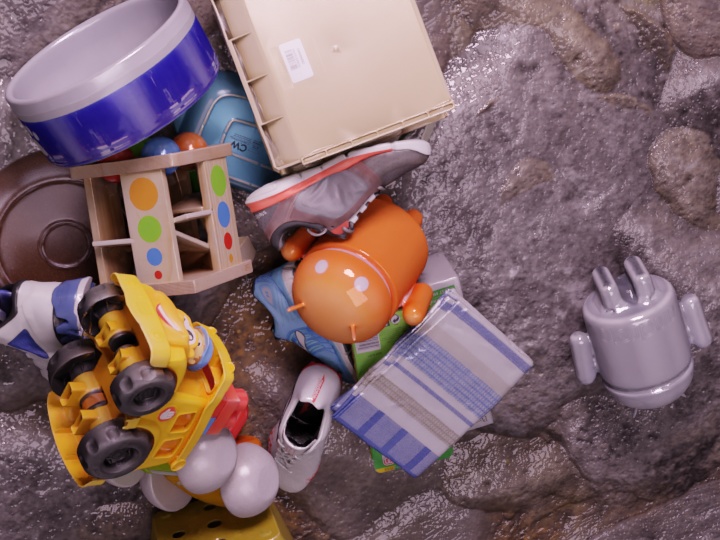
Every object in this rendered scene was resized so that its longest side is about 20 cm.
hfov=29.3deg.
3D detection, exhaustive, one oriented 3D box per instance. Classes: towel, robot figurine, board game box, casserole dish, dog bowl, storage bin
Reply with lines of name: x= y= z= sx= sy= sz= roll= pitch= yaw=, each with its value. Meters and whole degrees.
towel: x=0.080 y=0.128 z=1.539 sx=0.147 sy=0.024 sz=0.200 roll=39 pitch=103 yaw=-24
robot figurine: x=0.335 y=0.084 z=1.660 sx=0.170 sy=0.113 sz=0.200 roll=-18 pitch=115 yaw=9
robot figurine: x=0.002 y=0.000 z=1.480 sx=0.117 sy=0.200 sz=0.144 roll=-18 pitch=114 yaw=39
board game box: x=0.046 y=0.132 z=1.560 sx=0.095 sy=0.030 sz=0.200 roll=-12 pitch=111 yaw=-4
casserole dish: x=-0.106 y=-0.138 z=1.497 sx=0.200 sy=0.039 sz=0.121 roll=20 pitch=105 yaw=-20
dog bowl: x=-0.242 y=-0.190 z=1.350 sx=0.200 sy=0.200 sz=0.079 roll=-30 pitch=118 yaw=-2
storage bin: x=-0.029 y=-0.221 z=1.417 sx=0.198 sy=0.094 sz=0.200 roll=-21 pitch=93 yaw=-5

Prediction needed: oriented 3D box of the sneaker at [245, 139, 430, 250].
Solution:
sneaker: x=-0.015 y=-0.077 z=1.432 sx=0.200 sy=0.077 sz=0.082 roll=-20 pitch=91 yaw=6

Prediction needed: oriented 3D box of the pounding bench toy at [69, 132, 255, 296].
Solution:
pounding bench toy: x=-0.189 y=-0.066 z=1.443 sx=0.124 sy=0.200 sz=0.156 roll=-5 pitch=98 yaw=24

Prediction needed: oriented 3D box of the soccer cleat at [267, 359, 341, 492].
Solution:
soccer cleat: x=-0.071 y=0.193 z=1.588 sx=0.069 sy=0.085 sz=0.200 roll=23 pitch=125 yaw=2

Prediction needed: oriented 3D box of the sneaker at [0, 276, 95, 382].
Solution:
sneaker: x=-0.339 y=0.064 z=1.470 sx=0.115 sy=0.081 sz=0.199 roll=10 pitch=145 yaw=1

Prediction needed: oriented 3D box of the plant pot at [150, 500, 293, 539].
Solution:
plant pot: x=-0.150 y=0.368 z=1.599 sx=0.200 sy=0.200 sz=0.176 roll=-14 pitch=111 yaw=-9

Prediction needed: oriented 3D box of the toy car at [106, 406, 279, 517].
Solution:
toy car: x=-0.187 y=0.186 z=1.542 sx=0.200 sy=0.175 sz=0.150 roll=41 pitch=56 yaw=-48

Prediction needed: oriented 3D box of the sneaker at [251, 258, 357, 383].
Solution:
sneaker: x=-0.054 y=0.058 z=1.579 sx=0.090 sy=0.078 sz=0.200 roll=-10 pitch=134 yaw=30

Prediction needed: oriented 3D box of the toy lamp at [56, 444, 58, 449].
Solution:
toy lamp: x=-0.260 y=0.116 z=1.487 sx=0.058 sy=0.200 sz=0.058 roll=15 pitch=142 yaw=12

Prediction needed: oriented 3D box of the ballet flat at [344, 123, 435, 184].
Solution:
ballet flat: x=0.025 y=-0.133 z=1.495 sx=0.074 sy=0.074 sz=0.200 roll=39 pitch=89 yaw=-24

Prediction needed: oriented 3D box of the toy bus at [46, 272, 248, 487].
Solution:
toy bus: x=-0.193 y=0.109 z=1.369 sx=0.192 sy=0.136 sz=0.200 roll=3 pitch=132 yaw=-36

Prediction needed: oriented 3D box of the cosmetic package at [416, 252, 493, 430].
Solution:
cosmetic package: x=0.078 y=0.093 z=1.610 sx=0.108 sy=0.085 sz=0.200 roll=-19 pitch=113 yaw=-3

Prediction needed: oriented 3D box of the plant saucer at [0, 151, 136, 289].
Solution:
plant saucer: x=-0.319 y=-0.032 z=1.486 sx=0.200 sy=0.032 sz=0.200 roll=-5 pitch=111 yaw=-12
